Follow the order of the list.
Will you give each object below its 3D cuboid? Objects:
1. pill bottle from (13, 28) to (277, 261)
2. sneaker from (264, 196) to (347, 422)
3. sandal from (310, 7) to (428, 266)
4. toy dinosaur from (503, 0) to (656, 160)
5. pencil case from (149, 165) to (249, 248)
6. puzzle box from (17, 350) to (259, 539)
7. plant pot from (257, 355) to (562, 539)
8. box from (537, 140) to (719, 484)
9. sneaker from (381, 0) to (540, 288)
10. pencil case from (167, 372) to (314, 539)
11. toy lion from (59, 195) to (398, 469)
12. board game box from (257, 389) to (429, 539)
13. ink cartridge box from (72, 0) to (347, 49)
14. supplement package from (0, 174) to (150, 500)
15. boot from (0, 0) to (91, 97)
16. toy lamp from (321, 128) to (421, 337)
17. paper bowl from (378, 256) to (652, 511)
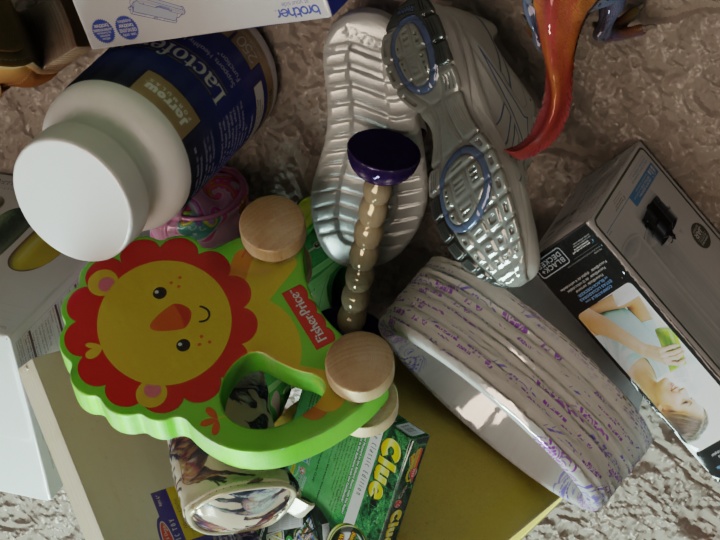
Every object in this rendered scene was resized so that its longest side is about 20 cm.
[{"bbox_3d":[-0.149,-0.098,1.612,0.115,0.200,0.116,15,129,20],"label":"pill bottle"},{"bbox_3d":[-0.044,0.047,1.714,0.083,0.074,0.201,22,111,3],"label":"sneaker"},{"bbox_3d":[0.011,-0.093,1.627,0.082,0.050,0.204,8,123,5],"label":"sandal"},{"bbox_3d":[0.142,-0.193,1.415,0.104,0.202,0.182,4,158,10],"label":"toy dinosaur"},{"bbox_3d":[-0.120,0.018,1.759,0.087,0.088,0.201,16,128,21],"label":"pencil case"},{"bbox_3d":[-0.152,0.143,1.671,0.025,0.132,0.201,-33,76,47],"label":"puzzle box"},{"bbox_3d":[0.011,0.175,1.732,0.177,0.200,0.200,48,134,10],"label":"plant pot"},{"bbox_3d":[0.211,0.027,1.546,0.060,0.117,0.200,-34,100,38],"label":"box"},{"bbox_3d":[0.084,-0.086,1.513,0.074,0.087,0.202,-28,72,46],"label":"sneaker"},{"bbox_3d":[-0.096,0.088,1.619,0.089,0.201,0.078,13,137,-34],"label":"pencil case"},{"bbox_3d":[-0.098,0.052,1.561,0.201,0.191,0.069,56,166,29],"label":"toy lion"},{"bbox_3d":[-0.022,0.179,1.616,0.105,0.023,0.201,33,115,36],"label":"board game box"},{"bbox_3d":[-0.088,-0.198,1.576,0.199,0.094,0.044,-4,120,33],"label":"ink cartridge box"},{"bbox_3d":[-0.260,0.046,1.782,0.151,0.200,0.152,8,126,26],"label":"supplement package"},{"bbox_3d":[-0.295,-0.155,1.671,0.155,0.200,0.077,-23,86,33],"label":"boot"},{"bbox_3d":[0.000,0.000,1.627,0.058,0.058,0.201,21,127,16],"label":"toy lamp"},{"bbox_3d":[0.116,0.063,1.601,0.200,0.105,0.201,39,172,7],"label":"paper bowl"}]
